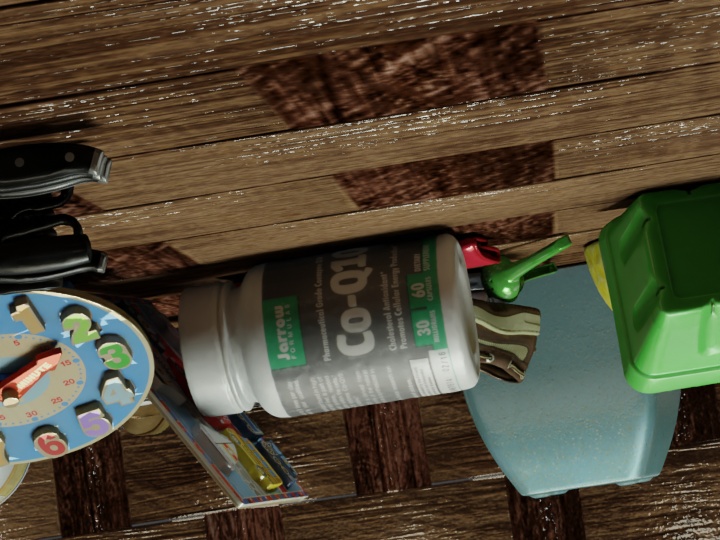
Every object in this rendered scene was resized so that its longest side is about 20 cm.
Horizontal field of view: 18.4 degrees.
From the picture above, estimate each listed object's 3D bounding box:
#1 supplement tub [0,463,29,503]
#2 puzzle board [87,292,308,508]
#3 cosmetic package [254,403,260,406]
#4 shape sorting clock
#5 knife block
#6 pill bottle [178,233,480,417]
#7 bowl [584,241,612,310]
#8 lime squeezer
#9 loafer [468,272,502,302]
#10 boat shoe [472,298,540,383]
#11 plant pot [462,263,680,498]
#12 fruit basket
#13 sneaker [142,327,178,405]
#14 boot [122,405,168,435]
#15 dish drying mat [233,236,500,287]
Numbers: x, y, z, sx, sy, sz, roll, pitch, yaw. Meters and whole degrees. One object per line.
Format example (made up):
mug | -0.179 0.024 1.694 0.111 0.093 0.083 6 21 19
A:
supplement tub | -0.359 0.142 1.901 0.144 0.145 0.200 -8 174 -4
puzzle board | -0.122 0.092 1.632 0.017 0.200 0.151 -43 167 9
cosmetic package | -0.031 0.057 1.773 0.200 0.081 0.113 -9 178 -43
shape sorting clock | -0.240 0.076 1.515 0.199 0.039 0.200 -6 138 -6
knife block | -0.212 -0.017 0.964 0.200 0.064 0.175 -2 171 -45
pill bottle | -0.021 0.043 1.577 0.199 0.113 0.113 -10 174 8
bowl | 0.288 0.019 1.808 0.200 0.108 0.200 -8 175 -1
lime squeezer | 0.128 -0.002 1.793 0.071 0.038 0.200 -39 173 -2
loafer | 0.031 0.046 1.916 0.200 0.063 0.072 -11 173 21
boat shoe | 0.069 0.057 1.746 0.202 0.075 0.075 9 178 -43
plant pot | 0.197 0.104 2.050 0.195 0.201 0.196 -9 174 15
fruit basket | 0.274 0.007 1.580 0.215 0.156 0.216 -7 156 -3
sneaker | -0.153 0.085 1.934 0.199 0.072 0.083 -9 161 7
boot | -0.297 0.147 2.466 0.200 0.066 0.175 -5 161 -34
dish drying mat | 0.000 0.000 1.661 0.199 0.018 0.077 -9 175 16
